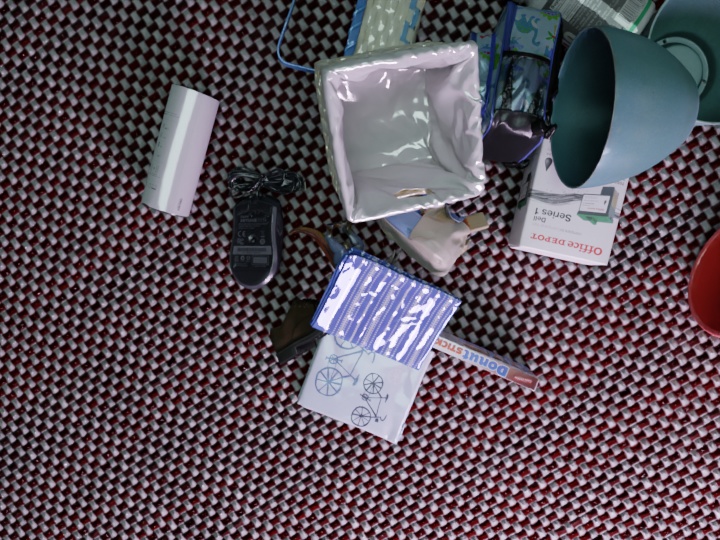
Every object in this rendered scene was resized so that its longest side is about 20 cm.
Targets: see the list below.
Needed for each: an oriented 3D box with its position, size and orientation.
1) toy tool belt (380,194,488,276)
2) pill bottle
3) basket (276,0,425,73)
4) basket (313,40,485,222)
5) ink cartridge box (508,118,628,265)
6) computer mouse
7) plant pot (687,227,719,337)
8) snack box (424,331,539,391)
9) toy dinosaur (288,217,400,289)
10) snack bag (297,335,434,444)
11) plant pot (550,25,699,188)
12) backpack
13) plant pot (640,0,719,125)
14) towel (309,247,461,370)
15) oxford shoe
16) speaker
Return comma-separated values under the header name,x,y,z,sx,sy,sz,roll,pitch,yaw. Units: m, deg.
name,x,y,z,sx,sy,sz,roll,pitch,yaw
toy tool belt,0.096,-0.096,0.855,0.200,0.125,0.123,41,78,15
pill bottle,0.324,-0.405,0.804,0.199,0.113,0.114,37,97,0
basket,-0.013,-0.371,0.811,0.198,0.139,0.179,18,95,-11
basket,0.047,-0.196,0.730,0.195,0.161,0.202,-13,116,-6
ink cartridge box,0.331,-0.119,0.845,0.144,0.084,0.203,11,95,3
computer mouse,-0.164,-0.068,0.899,0.137,0.053,0.203,6,87,13
plant pot,0.637,0.033,0.799,0.175,0.200,0.203,21,97,-9
snack box,0.192,0.140,0.885,0.198,0.072,0.025,23,95,1
toy dinosaur,0.000,0.000,0.902,0.198,0.105,0.184,-2,107,37
snack bag,0.010,0.180,0.927,0.198,0.021,0.191,21,97,2
plant pot,0.350,-0.208,0.699,0.133,0.200,0.203,1,96,-1
backpack,0.214,-0.279,0.790,0.145,0.183,0.203,13,86,5
plant pot,0.494,-0.309,0.792,0.197,0.134,0.203,0,95,3
towel,0.037,0.064,0.812,0.198,0.024,0.146,24,111,-13
oxford shoe,-0.078,0.075,0.881,0.199,0.072,0.085,-33,78,21
speaker,-0.296,-0.196,0.879,0.080,0.081,0.203,17,96,2
